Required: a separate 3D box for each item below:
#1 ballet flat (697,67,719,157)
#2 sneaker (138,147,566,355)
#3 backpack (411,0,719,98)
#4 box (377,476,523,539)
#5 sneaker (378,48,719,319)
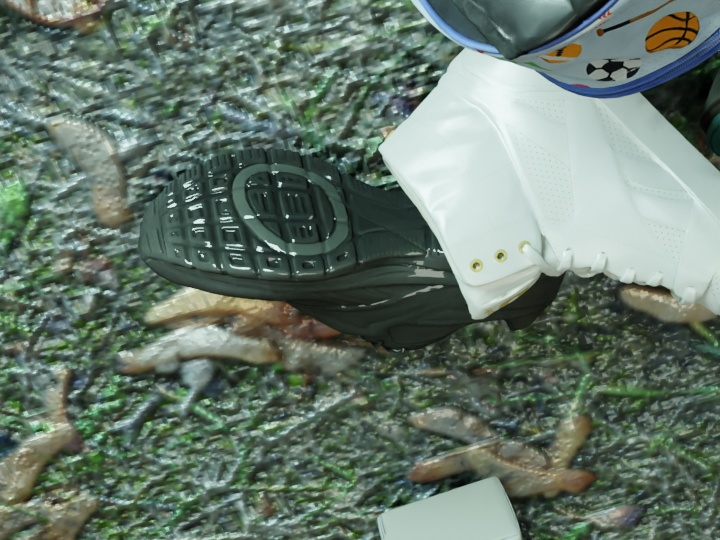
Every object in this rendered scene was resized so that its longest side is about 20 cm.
[{"bbox_3d":[0.185,-0.087,1.025,0.067,0.064,0.200,12,173,1],"label":"ballet flat"},{"bbox_3d":[0.000,0.000,1.108,0.199,0.076,0.091,3,140,-6],"label":"sneaker"},{"bbox_3d":[0.081,-0.159,0.893,0.154,0.191,0.200,16,130,-41],"label":"backpack"},{"bbox_3d":[0.071,0.213,1.250,0.068,0.082,0.201,-18,110,-1],"label":"box"},{"bbox_3d":[0.099,-0.009,1.039,0.200,0.074,0.116,44,90,6],"label":"sneaker"}]
